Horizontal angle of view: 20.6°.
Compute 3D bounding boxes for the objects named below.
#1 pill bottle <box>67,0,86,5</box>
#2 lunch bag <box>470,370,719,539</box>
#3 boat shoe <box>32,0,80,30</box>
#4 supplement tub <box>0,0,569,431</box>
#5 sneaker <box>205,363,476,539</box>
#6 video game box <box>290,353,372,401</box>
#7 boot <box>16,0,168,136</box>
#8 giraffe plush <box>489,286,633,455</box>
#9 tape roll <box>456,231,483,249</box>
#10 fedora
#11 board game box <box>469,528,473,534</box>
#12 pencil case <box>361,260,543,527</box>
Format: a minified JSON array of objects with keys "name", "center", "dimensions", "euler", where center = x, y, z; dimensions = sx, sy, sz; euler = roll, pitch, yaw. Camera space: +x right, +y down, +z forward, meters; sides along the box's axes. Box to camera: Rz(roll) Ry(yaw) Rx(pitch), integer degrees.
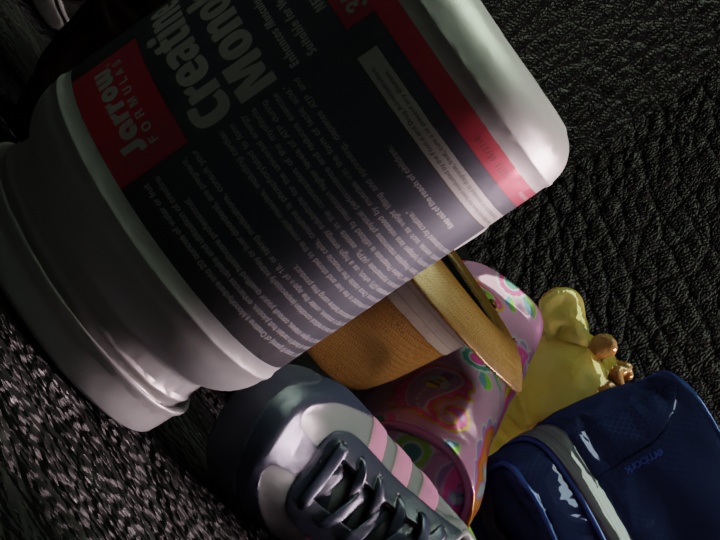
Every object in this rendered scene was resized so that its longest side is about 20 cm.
[{"name":"pill bottle","center":[-0.144,-0.190,0.910],"dimensions":[0.200,0.112,0.112],"euler":[23,27,-44]},{"name":"lunch bag","center":[0.144,0.170,1.071],"dimensions":[0.200,0.132,0.136],"euler":[62,-15,6]},{"name":"boat shoe","center":[-0.126,-0.146,1.181],"dimensions":[0.064,0.071,0.200],"euler":[16,-22,36]},{"name":"supplement tub","center":[-0.035,-0.044,0.754],"dimensions":[0.140,0.200,0.140],"euler":[55,7,-10]},{"name":"sneaker","center":[0.009,0.105,0.840],"dimensions":[0.082,0.070,0.200],"euler":[31,-9,36]},{"name":"video game box","center":[-0.036,0.024,1.173],"dimensions":[0.200,0.047,0.182],"euler":[54,4,-8]},{"name":"boot","center":[-0.058,-0.083,0.849],"dimensions":[0.186,0.200,0.064],"euler":[48,38,13]},{"name":"giraffe plush","center":[0.102,0.089,1.331],"dimensions":[0.173,0.162,0.200],"euler":[50,7,-45]},{"name":"tape roll","center":[-0.003,-0.090,1.216],"dimensions":[0.202,0.071,0.203],"euler":[41,-31,31]},{"name":"fedora","center":[0.000,0.000,0.957],"dimensions":[0.201,0.082,0.201],"euler":[52,6,-7]},{"name":"board game box","center":[0.080,0.209,1.146],"dimensions":[0.096,0.030,0.200],"euler":[49,6,-45]},{"name":"pencil case","center":[0.040,0.068,1.054],"dimensions":[0.088,0.087,0.200],"euler":[53,27,-14]}]
